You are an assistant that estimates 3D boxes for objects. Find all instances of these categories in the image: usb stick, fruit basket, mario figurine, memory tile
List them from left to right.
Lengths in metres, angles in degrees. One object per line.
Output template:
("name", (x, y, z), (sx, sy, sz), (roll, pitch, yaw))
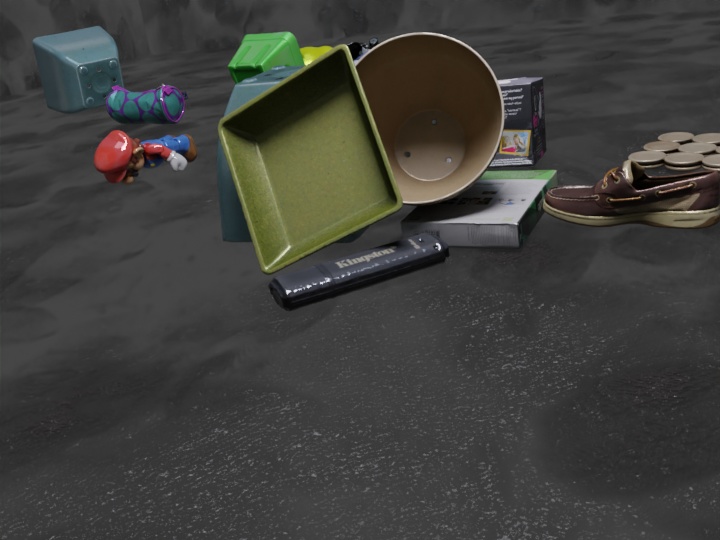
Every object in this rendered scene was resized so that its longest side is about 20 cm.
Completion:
("mario figurine", (-0.388, -0.190, 1.458), (0.123, 0.106, 0.200), (-38, -9, 35))
("fruit basket", (-0.135, -0.378, 1.610), (0.155, 0.217, 0.215), (8, 28, 35))
("usb stick", (0.000, 0.000, 0.878), (0.199, 0.033, 0.055), (-17, 23, -19))
("memory tile", (0.480, -0.158, 1.102), (0.199, 0.017, 0.153), (10, 29, 40))

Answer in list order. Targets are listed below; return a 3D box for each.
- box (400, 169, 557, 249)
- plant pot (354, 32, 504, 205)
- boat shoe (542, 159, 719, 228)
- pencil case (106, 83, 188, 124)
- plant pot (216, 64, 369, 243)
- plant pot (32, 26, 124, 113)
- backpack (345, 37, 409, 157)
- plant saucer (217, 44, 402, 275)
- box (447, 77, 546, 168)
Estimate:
("box", (0.152, -0.079, 1.011), (0.143, 0.037, 0.200), (3, 26, 26))
("plant pot", (0.079, -0.169, 1.001), (0.199, 0.202, 0.134), (-4, -6, 12))
("boat shoe", (0.306, -0.092, 0.933), (0.199, 0.072, 0.072), (7, 27, 34))
("pencil case", (-0.505, -0.391, 1.926), (0.199, 0.093, 0.085), (5, 26, 32))
("plant pot", (-0.076, -0.164, 1.082), (0.195, 0.201, 0.196), (1, 25, 24))
("plant pot", (-0.736, -0.526, 2.205), (0.195, 0.197, 0.200), (-22, 36, -31))
("backpack", (0.009, -0.226, 1.239), (0.153, 0.201, 0.190), (21, 34, 26))
("plant saucer", (-0.054, -0.121, 0.940), (0.199, 0.201, 0.048), (-25, -12, 27))
("box", (0.192, -0.214, 1.172), (0.131, 0.116, 0.200), (-1, 13, 18))
